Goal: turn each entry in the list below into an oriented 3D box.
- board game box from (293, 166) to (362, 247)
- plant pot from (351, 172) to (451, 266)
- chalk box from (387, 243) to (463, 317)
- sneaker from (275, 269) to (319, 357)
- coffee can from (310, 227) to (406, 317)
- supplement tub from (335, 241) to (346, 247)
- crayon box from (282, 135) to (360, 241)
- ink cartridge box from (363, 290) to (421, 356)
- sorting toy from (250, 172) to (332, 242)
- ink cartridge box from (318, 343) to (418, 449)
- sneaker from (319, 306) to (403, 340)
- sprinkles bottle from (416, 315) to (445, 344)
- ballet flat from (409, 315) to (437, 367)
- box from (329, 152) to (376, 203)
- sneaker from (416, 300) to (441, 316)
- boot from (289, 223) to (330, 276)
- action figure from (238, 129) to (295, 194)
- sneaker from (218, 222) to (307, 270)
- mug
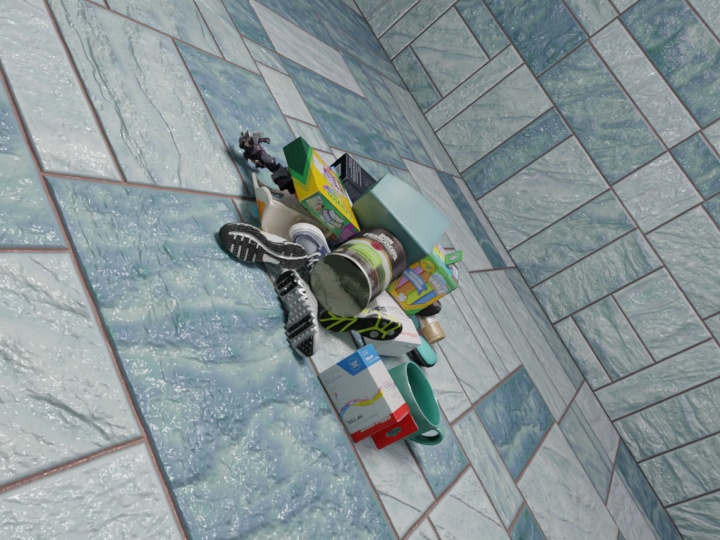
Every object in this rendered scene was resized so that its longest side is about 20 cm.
[{"bbox_3d":[-0.098,-0.157,1.387,0.037,0.151,0.200,105,-39,-69],"label":"board game box"},{"bbox_3d":[0.088,-0.127,1.332,0.200,0.141,0.141,47,51,-9],"label":"plant pot"},{"bbox_3d":[0.175,0.002,1.399,0.124,0.200,0.125,49,23,-13],"label":"chalk box"},{"bbox_3d":[-0.117,0.092,1.141,0.081,0.075,0.200,35,32,-53],"label":"sneaker"},{"bbox_3d":[0.000,0.000,1.230,0.146,0.146,0.200,55,35,-2],"label":"coffee can"},{"bbox_3d":[0.034,-0.113,1.473,0.199,0.123,0.123,4,44,-8],"label":"supplement tub"},{"bbox_3d":[-0.088,-0.186,1.256,0.200,0.058,0.173,40,24,-54],"label":"crayon box"},{"bbox_3d":[0.057,0.115,1.389,0.145,0.084,0.200,17,44,-52],"label":"ink cartridge box"},{"bbox_3d":[-0.191,-0.152,1.275,0.200,0.107,0.180,23,33,-47],"label":"sorting toy"},{"bbox_3d":[0.016,0.268,1.101,0.200,0.116,0.067,60,26,9],"label":"ink cartridge box"},{"bbox_3d":[0.005,0.106,1.252,0.200,0.076,0.076,16,34,-13],"label":"sneaker"},{"bbox_3d":[0.181,0.123,1.612,0.068,0.068,0.200,4,56,-58],"label":"sprinkles bottle"},{"bbox_3d":[0.139,0.180,1.482,0.200,0.073,0.073,59,26,6],"label":"ballet flat"},{"bbox_3d":[-0.013,-0.232,1.653,0.200,0.107,0.149,39,30,-29],"label":"box"},{"bbox_3d":[0.149,0.071,1.540,0.200,0.079,0.076,24,63,-11],"label":"sneaker"},{"bbox_3d":[-0.101,-0.023,1.250,0.200,0.073,0.090,53,21,-53],"label":"boot"},{"bbox_3d":[-0.225,-0.266,1.297,0.200,0.069,0.130,44,-6,13],"label":"action figure"},{"bbox_3d":[-0.216,-0.051,1.157,0.200,0.074,0.080,22,2,-36],"label":"sneaker"},{"bbox_3d":[0.097,0.307,1.185,0.152,0.114,0.185,21,44,-64],"label":"mug"}]
